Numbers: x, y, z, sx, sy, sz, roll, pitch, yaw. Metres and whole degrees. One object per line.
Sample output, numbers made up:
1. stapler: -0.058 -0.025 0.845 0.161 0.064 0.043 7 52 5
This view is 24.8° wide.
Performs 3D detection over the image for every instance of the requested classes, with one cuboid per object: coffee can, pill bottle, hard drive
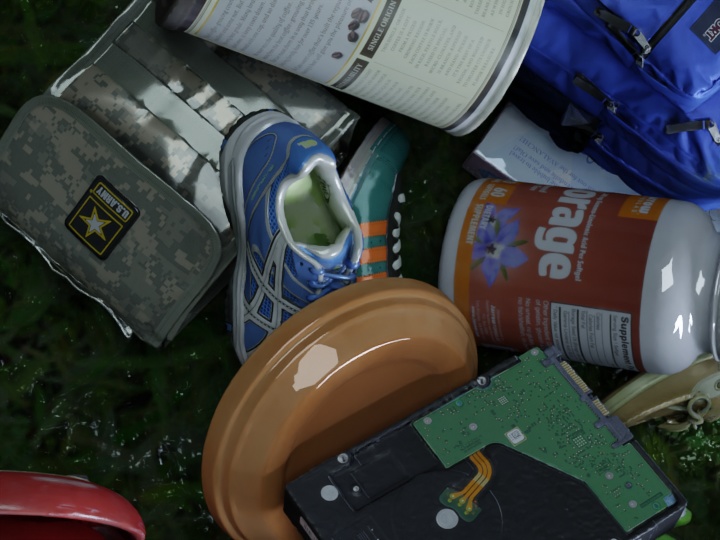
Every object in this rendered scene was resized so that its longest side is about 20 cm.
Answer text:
1. coffee can: -0.006 -0.182 0.988 0.200 0.146 0.147 19 75 -16
2. pill bottle: 0.160 0.005 1.048 0.200 0.112 0.112 8 74 22
3. hard drive: 0.073 0.140 0.969 0.200 0.038 0.140 -28 63 -22

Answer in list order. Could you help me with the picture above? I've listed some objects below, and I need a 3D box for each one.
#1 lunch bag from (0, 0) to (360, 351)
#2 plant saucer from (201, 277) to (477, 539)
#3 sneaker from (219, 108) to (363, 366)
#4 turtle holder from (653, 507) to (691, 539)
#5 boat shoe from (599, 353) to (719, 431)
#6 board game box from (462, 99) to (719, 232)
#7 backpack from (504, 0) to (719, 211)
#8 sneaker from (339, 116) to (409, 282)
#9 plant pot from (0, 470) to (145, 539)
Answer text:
1. lunch bag: -0.128 -0.068 1.057 0.164 0.118 0.200 41 79 3
2. plant saucer: -0.004 0.099 1.005 0.200 0.200 0.037 -37 47 -15
3. sneaker: -0.037 0.006 0.986 0.076 0.077 0.200 -22 114 -26
4. turtle holder: 0.177 0.221 1.026 0.185 0.141 0.132 38 78 -1
5. boat shoe: 0.255 0.076 1.109 0.200 0.073 0.063 -17 77 -20
6. board game box: 0.208 -0.093 1.152 0.200 0.043 0.199 37 73 1
7. backpack: 0.198 -0.136 1.053 0.200 0.168 0.163 41 82 0
8. sneaker: 0.000 0.000 1.087 0.080 0.071 0.200 23 83 -4
9. plant pot: -0.217 0.217 0.939 0.200 0.200 0.183 0 70 -9
